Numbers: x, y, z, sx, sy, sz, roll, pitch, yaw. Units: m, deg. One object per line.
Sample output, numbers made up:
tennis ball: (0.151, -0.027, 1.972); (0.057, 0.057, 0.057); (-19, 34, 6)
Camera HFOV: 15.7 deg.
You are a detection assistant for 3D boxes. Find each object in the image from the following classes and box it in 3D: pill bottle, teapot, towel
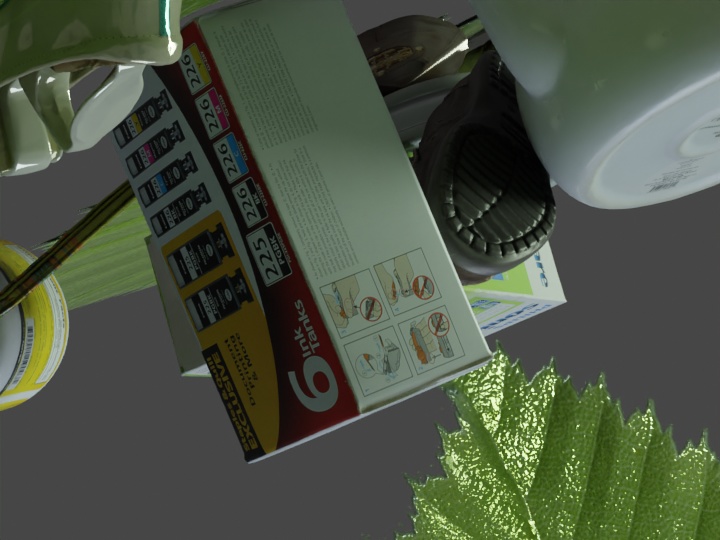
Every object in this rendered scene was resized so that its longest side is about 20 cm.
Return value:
pill bottle: (-0.245, 0.035, 1.627); (0.112, 0.113, 0.200); (-23, 178, 6)
teapot: (0.159, -0.133, 1.319); (0.197, 0.146, 0.200); (-27, 161, 12)
towel: (-0.146, -0.036, 1.490); (0.200, 0.018, 0.086); (-42, -174, -8)

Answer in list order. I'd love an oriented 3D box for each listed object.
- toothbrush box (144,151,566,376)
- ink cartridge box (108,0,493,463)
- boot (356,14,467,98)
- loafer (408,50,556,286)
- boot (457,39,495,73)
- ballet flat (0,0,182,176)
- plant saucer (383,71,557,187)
toothbrush box: (0.000, 0.000, 1.474); (0.145, 0.086, 0.200); (-24, 165, 28)
ink cartridge box: (-0.045, -0.016, 1.285); (0.084, 0.201, 0.176); (-21, 176, -30)
boot: (-0.037, -0.089, 1.576); (0.186, 0.064, 0.200); (-22, 174, -13)
loafer: (0.056, -0.041, 1.339); (0.071, 0.073, 0.200); (-42, -170, 26)
boot: (0.151, -0.150, 1.845); (0.155, 0.073, 0.200); (-22, 174, 40)
ballet flat: (-0.125, -0.069, 0.974); (0.069, 0.070, 0.200); (-22, 178, -37)
plant saucer: (0.047, -0.072, 1.524); (0.199, 0.050, 0.200); (-15, 166, -4)
